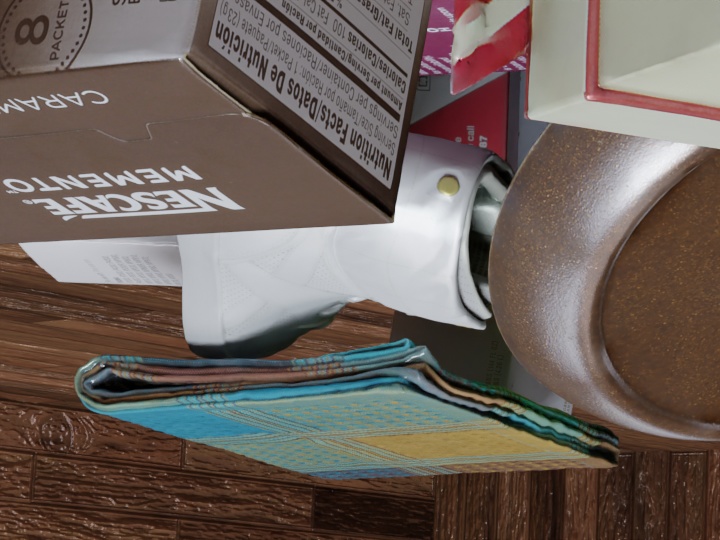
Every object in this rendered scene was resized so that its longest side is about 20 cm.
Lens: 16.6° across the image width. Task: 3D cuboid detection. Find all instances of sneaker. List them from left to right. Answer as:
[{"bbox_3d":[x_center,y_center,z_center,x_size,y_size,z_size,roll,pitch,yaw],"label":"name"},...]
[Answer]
[{"bbox_3d":[0.000,0.000,0.871,0.115,0.074,0.200,16,165,5],"label":"sneaker"}]

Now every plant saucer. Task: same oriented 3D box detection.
[{"bbox_3d":[0.140,-0.009,0.784,0.199,0.032,0.201,-9,137,-9],"label":"plant saucer"}]

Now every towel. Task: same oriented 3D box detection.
[{"bbox_3d":[0.000,0.057,0.952,0.146,0.022,0.200,-4,167,27],"label":"towel"}]

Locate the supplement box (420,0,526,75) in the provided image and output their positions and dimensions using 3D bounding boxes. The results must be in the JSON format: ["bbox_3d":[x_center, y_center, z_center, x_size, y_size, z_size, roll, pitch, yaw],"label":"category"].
[{"bbox_3d":[0.008,-0.124,0.781,0.199,0.111,0.086,-1,169,25],"label":"supplement box"}]

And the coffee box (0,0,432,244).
[{"bbox_3d":[-0.042,-0.113,0.538,0.114,0.201,0.080,-2,157,33],"label":"coffee box"}]

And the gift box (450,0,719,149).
[{"bbox_3d":[0.137,-0.103,0.615,0.184,0.201,0.187,12,169,-24],"label":"gift box"}]

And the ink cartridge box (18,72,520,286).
[{"bbox_3d":[-0.035,-0.070,1.019,0.199,0.148,0.083,1,170,7],"label":"ink cartridge box"}]

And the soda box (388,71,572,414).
[{"bbox_3d":[0.065,-0.025,1.081,0.063,0.201,0.068,5,172,32],"label":"soda box"}]
